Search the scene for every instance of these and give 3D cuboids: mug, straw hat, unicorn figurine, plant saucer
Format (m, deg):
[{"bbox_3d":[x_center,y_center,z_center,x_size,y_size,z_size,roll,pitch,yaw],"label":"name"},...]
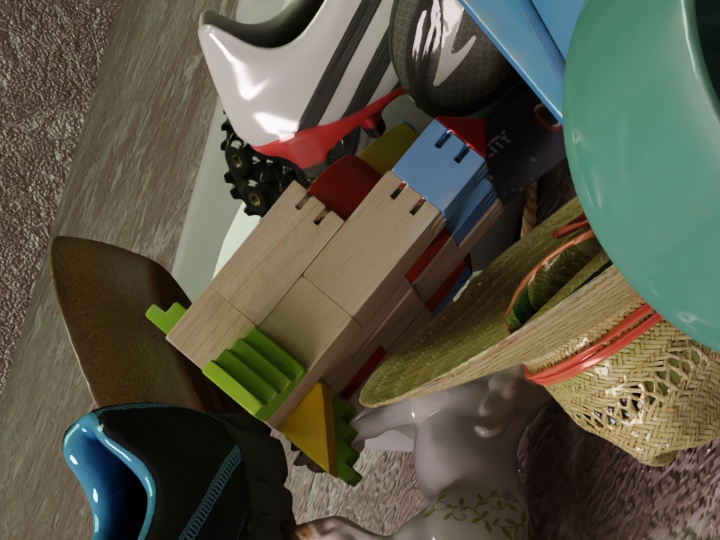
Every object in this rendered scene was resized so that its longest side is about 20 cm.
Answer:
[{"bbox_3d":[0.146,-0.053,0.651,0.185,0.152,0.114,-27,-7,-25],"label":"mug"},{"bbox_3d":[0.102,0.019,0.796,0.201,0.085,0.201,-36,6,4],"label":"straw hat"},{"bbox_3d":[0.037,0.075,0.993,0.074,0.137,0.200,56,-159,-61],"label":"unicorn figurine"},{"bbox_3d":[-0.072,0.068,0.988,0.035,0.200,0.200,-27,19,3],"label":"plant saucer"}]

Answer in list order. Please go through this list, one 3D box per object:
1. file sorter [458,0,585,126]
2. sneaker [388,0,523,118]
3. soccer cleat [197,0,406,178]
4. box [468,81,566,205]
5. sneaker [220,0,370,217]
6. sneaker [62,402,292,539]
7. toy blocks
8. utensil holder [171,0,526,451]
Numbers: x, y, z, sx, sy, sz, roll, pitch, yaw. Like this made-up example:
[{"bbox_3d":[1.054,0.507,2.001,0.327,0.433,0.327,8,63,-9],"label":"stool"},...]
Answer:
[{"bbox_3d":[0.096,-0.171,0.722,0.200,0.123,0.139,-37,50,2],"label":"file sorter"},{"bbox_3d":[0.074,-0.109,0.838,0.200,0.077,0.084,-36,27,44],"label":"sneaker"},{"bbox_3d":[0.027,-0.120,0.936,0.200,0.085,0.069,-33,25,2],"label":"soccer cleat"},{"bbox_3d":[0.114,-0.129,0.982,0.200,0.038,0.137,-38,29,32],"label":"box"},{"bbox_3d":[-0.005,-0.108,1.019,0.072,0.072,0.200,-27,-36,-57],"label":"sneaker"},{"bbox_3d":[-0.067,0.141,0.816,0.073,0.082,0.200,-34,54,37],"label":"sneaker"},{"bbox_3d":[0.000,0.000,0.907,0.137,0.100,0.200,-50,-11,-3],"label":"toy blocks"},{"bbox_3d":[-0.002,-0.029,1.142,0.170,0.170,0.200,144,143,-67],"label":"utensil holder"}]
